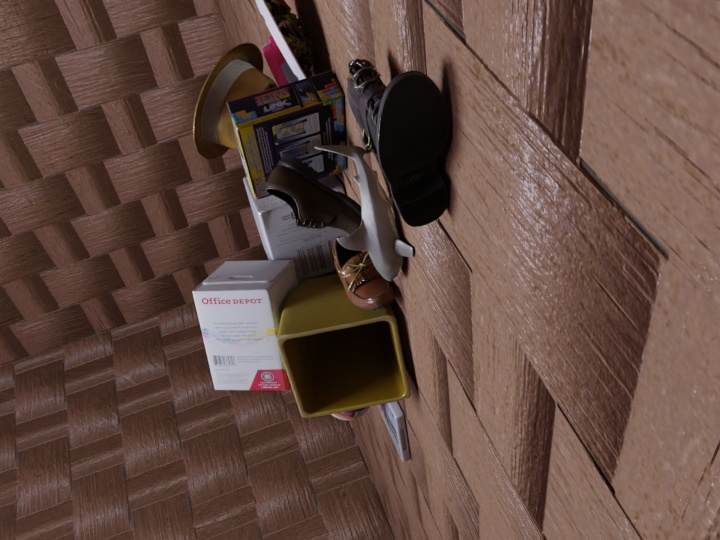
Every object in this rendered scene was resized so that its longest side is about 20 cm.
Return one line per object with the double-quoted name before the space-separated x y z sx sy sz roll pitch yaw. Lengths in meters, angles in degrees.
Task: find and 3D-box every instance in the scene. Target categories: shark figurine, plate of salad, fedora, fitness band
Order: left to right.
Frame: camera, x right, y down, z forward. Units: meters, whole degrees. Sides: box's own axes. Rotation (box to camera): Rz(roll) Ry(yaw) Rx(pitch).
"fedora" -0.188 -0.260 1.176 0.082 0.201 0.201 27 157 13
"plate of salad" -0.107 -0.367 1.137 0.200 0.048 0.200 61 -174 -11
"fitness band" -0.112 -0.313 1.253 0.200 0.037 0.144 66 -173 24
"shark figurine" 0.002 -0.074 0.986 0.128 0.089 0.215 -152 42 -76

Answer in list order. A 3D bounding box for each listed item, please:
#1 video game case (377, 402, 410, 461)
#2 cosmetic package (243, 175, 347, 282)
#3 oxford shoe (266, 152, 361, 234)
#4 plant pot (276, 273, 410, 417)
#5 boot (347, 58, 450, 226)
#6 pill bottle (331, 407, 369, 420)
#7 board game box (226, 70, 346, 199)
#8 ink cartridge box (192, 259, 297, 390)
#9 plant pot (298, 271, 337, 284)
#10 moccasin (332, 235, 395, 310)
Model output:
"video game case" 0.061 0.303 1.651 0.182 0.024 0.200 79 168 -45
"cosmetic package" -0.117 -0.101 1.428 0.200 0.167 0.166 -124 17 -59
"oxford shoe" -0.059 -0.087 1.124 0.200 0.084 0.073 34 164 -4
"plant pot" -0.033 0.109 1.292 0.200 0.195 0.194 -100 -2 -54
"boot" 0.023 -0.154 0.723 0.200 0.069 0.174 79 168 -55
"pill bottle" -0.013 0.230 1.556 0.200 0.114 0.114 110 144 -53
"board game box" -0.108 -0.206 1.142 0.200 0.165 0.057 90 160 -64
"ink cartridge box" -0.192 0.095 1.319 0.145 0.145 0.200 -59 -35 -63
"plant pot" -0.100 0.086 1.485 0.161 0.200 0.201 -84 -20 -71
"moccasin" 0.002 -0.001 1.205 0.201 0.074 0.078 -117 7 -58
